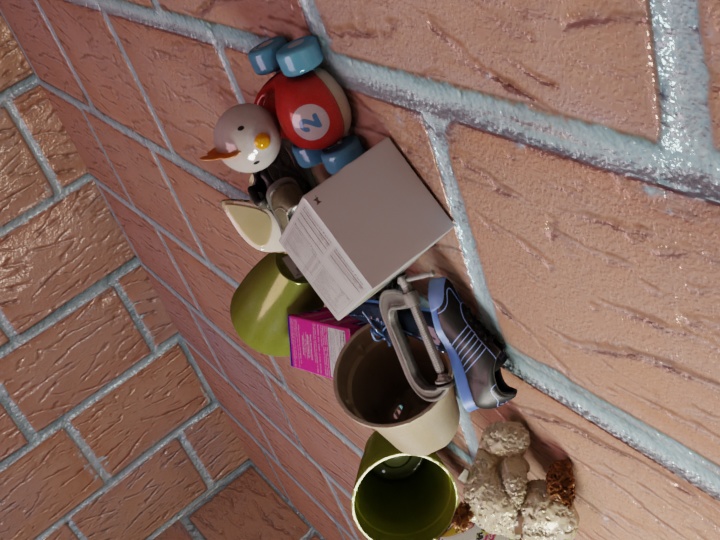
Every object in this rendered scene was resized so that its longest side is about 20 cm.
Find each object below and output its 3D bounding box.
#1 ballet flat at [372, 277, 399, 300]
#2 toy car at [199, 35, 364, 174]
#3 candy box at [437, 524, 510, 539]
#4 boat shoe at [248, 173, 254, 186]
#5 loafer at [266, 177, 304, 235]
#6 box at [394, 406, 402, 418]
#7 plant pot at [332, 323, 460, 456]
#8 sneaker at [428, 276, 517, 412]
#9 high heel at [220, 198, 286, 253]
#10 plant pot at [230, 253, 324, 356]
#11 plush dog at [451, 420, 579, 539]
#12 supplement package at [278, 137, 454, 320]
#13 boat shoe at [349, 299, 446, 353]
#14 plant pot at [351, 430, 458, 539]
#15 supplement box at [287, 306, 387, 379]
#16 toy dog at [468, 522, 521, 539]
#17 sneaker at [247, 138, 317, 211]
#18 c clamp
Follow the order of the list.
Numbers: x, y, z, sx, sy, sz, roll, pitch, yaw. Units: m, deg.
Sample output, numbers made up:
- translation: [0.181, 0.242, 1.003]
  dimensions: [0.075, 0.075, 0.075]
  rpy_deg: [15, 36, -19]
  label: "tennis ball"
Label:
- translation: [-0.008, -0.040, 1.377]
  dimensions: [0.201, 0.074, 0.074]
  rpy_deg: [53, 160, -6]
  label: "ballet flat"
- translation: [-0.128, -0.194, 1.219]
  dimensions: [0.176, 0.199, 0.186]
  rpy_deg: [22, 143, 56]
  label: "toy car"
- translation: [0.251, 0.525, 1.598]
  dimensions: [0.200, 0.136, 0.061]
  rpy_deg: [47, 157, 18]
  label: "candy box"
- translation: [-0.147, -0.135, 1.558]
  dimensions: [0.069, 0.074, 0.200]
  rpy_deg: [45, 167, 13]
  label: "boat shoe"
- translation: [-0.092, -0.059, 1.420]
  dimensions: [0.070, 0.075, 0.201]
  rpy_deg: [56, 178, 44]
  label: "loafer"
- translation: [0.055, 0.210, 1.667]
  dimensions: [0.201, 0.049, 0.082]
  rpy_deg: [57, 160, -4]
  label: "box"
- translation: [0.078, 0.203, 1.438]
  dimensions: [0.200, 0.200, 0.184]
  rpy_deg: [38, 166, 38]
  label: "plant pot"
- translation: [0.158, 0.098, 1.236]
  dimensions: [0.202, 0.077, 0.070]
  rpy_deg: [70, -158, -9]
  label: "sneaker"
- translation: [-0.156, -0.075, 1.555]
  dimensions: [0.199, 0.072, 0.143]
  rpy_deg: [31, -171, -10]
  label: "high heel"
- translation: [-0.140, 0.036, 1.689]
  dimensions: [0.188, 0.186, 0.201]
  rpy_deg: [49, 145, 13]
  label: "plant pot"
- translation: [0.243, 0.350, 1.315]
  dimensions: [0.170, 0.160, 0.202]
  rpy_deg: [14, 126, 27]
  label: "plush dog"
- translation: [0.002, -0.051, 1.221]
  dimensions: [0.151, 0.151, 0.200]
  rpy_deg: [52, 160, 3]
  label: "supplement package"
- translation: [0.054, 0.084, 1.343]
  dimensions: [0.199, 0.084, 0.070]
  rpy_deg: [7, 87, 47]
  label: "boat shoe"
- translation: [0.075, 0.395, 1.700]
  dimensions: [0.202, 0.199, 0.193]
  rpy_deg: [60, -175, -17]
  label: "plant pot"
- translation: [-0.035, 0.130, 1.570]
  dimensions: [0.199, 0.100, 0.105]
  rpy_deg: [9, 106, 52]
  label: "supplement box"
- translation: [0.231, 0.416, 1.502]
  dimensions: [0.132, 0.096, 0.201]
  rpy_deg: [48, 154, 14]
  label: "toy dog"
- translation: [-0.120, -0.111, 1.467]
  dimensions: [0.076, 0.114, 0.201]
  rpy_deg: [31, 153, 49]
  label: "sneaker"
- translation: [0.081, 0.097, 1.238]
  dimensions: [0.170, 0.027, 0.202]
  rpy_deg: [-1, 112, 61]
  label: "c clamp"
